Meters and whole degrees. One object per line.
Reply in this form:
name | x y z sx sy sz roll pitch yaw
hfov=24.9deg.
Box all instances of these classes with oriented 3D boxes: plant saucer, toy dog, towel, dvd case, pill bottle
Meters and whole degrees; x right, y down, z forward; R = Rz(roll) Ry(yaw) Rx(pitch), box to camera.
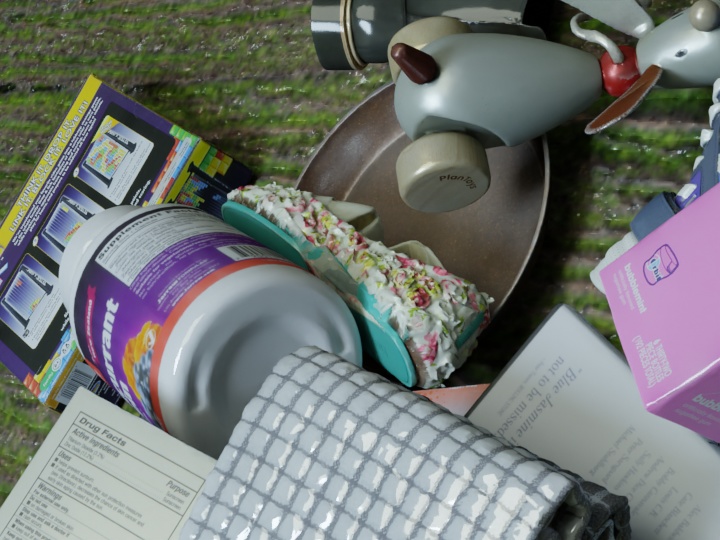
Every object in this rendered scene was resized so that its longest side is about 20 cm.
plant saucer | 0.033 -0.022 0.927 0.200 0.034 0.201 -23 53 34
toy dog | 0.092 -0.110 0.831 0.199 0.096 0.132 -34 63 4
towel | 0.002 0.151 0.677 0.165 0.085 0.201 25 88 38
dvd case | 0.104 0.127 0.695 0.143 0.018 0.200 -51 52 10
pill bottle | -0.092 0.027 0.888 0.112 0.111 0.200 -60 34 -1

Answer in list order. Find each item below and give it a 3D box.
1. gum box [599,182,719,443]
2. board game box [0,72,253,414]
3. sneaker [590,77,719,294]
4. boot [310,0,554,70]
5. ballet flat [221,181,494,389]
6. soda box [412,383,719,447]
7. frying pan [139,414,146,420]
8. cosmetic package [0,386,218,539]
gum box | 0.202 0.025 0.623 0.113 0.199 0.066 -39 46 31
board game box | -0.180 -0.017 1.111 0.165 0.057 0.201 33 92 50
sneaker | 0.167 -0.043 0.775 0.146 0.080 0.201 -19 61 31
boot | 0.064 -0.194 0.985 0.138 0.078 0.201 2 54 21
ballet flat | 0.000 0.000 0.886 0.064 0.076 0.200 -34 44 -18
soda box | 0.083 0.095 0.791 0.199 0.063 0.069 -9 62 41
frying pan | -0.081 0.099 0.950 0.190 0.031 0.116 -4 76 54
cosmetic package | -0.134 0.168 0.751 0.103 0.073 0.201 24 73 31
